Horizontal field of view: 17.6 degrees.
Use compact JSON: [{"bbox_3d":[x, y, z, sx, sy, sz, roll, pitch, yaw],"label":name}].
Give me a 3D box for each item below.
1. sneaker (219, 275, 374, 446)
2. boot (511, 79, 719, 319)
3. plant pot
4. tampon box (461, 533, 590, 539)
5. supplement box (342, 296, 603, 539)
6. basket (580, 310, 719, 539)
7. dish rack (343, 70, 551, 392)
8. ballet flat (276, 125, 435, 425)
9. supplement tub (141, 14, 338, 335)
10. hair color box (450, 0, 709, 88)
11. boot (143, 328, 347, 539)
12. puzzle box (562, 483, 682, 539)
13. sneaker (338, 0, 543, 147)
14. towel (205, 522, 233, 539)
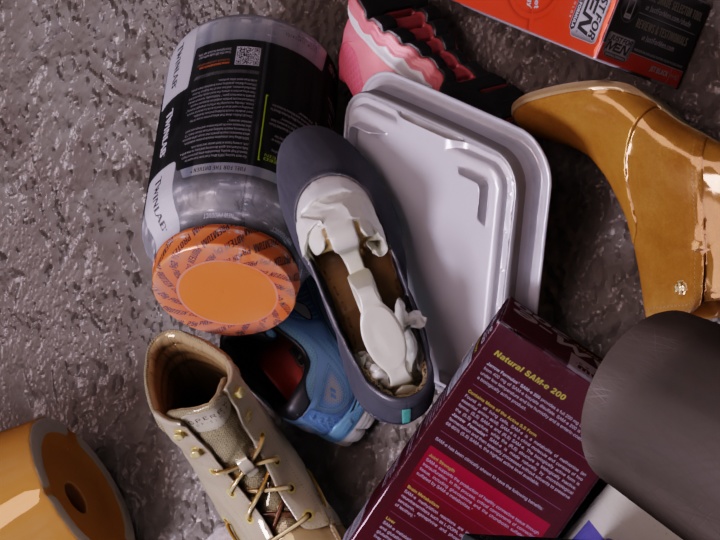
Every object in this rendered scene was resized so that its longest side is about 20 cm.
[{"bbox_3d":[-0.065,0.033,1.597,0.079,0.090,0.200,-53,54,20],"label":"sneaker"},{"bbox_3d":[0.176,-0.041,1.426,0.200,0.071,0.145,1,83,35],"label":"boot"},{"bbox_3d":[-0.272,0.206,1.690,0.183,0.200,0.201,-33,63,14],"label":"plant pot"},{"bbox_3d":[0.148,0.250,1.320,0.199,0.149,0.127,27,100,38],"label":"tampon box"},{"bbox_3d":[0.080,0.130,1.454,0.109,0.061,0.201,34,108,-1],"label":"supplement box"},{"bbox_3d":[0.232,0.111,1.316,0.136,0.181,0.200,-38,40,-20],"label":"basket"},{"bbox_3d":[0.042,-0.014,1.500,0.171,0.043,0.201,28,124,39],"label":"dish rack"},{"bbox_3d":[0.000,0.000,1.456,0.073,0.073,0.201,-22,86,35],"label":"ballet flat"},{"bbox_3d":[-0.081,-0.064,1.562,0.122,0.122,0.201,-27,41,33],"label":"supplement tub"},{"bbox_3d":[0.111,-0.183,1.480,0.199,0.101,0.062,27,100,39],"label":"hair color box"},{"bbox_3d":[-0.069,0.139,1.527,0.073,0.156,0.200,-31,46,-2],"label":"boot"},{"bbox_3d":[0.189,0.228,1.404,0.133,0.025,0.200,-52,55,21],"label":"puzzle box"},{"bbox_3d":[0.051,-0.103,1.551,0.200,0.073,0.087,54,137,29],"label":"sneaker"},{"bbox_3d":[-0.043,0.258,1.582,0.199,0.034,0.133,14,93,39],"label":"towel"}]
